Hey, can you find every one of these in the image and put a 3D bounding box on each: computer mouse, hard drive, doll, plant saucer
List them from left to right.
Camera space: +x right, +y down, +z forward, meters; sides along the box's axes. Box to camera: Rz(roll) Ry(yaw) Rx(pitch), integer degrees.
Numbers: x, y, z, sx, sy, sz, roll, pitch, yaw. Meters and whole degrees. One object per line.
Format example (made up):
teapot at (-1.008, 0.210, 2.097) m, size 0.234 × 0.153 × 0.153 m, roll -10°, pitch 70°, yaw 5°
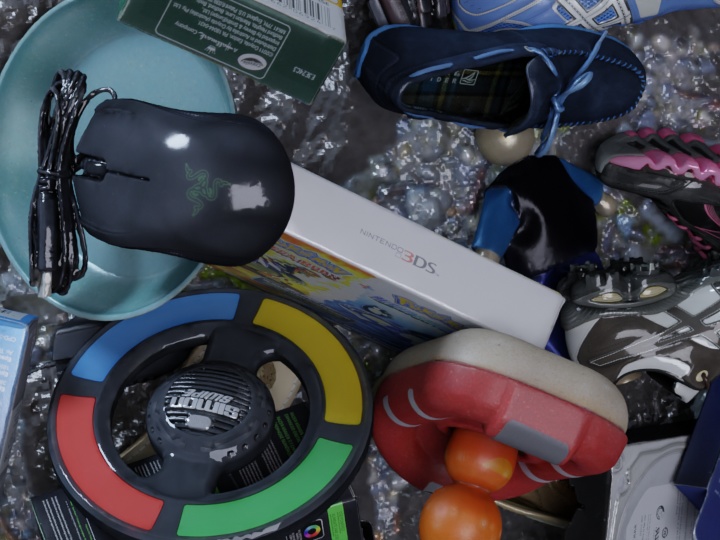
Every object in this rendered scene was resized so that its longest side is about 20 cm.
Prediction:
computer mouse at (-0.201, 0.063, 1.489) m, size 0.199 × 0.034 × 0.059 m, roll -17°, pitch 104°, yaw -11°
plant saucer at (-0.144, -0.070, 1.428) m, size 0.036 × 0.199 × 0.201 m, roll 1°, pitch 103°, yaw -57°
computer mouse at (-0.127, -0.048, 1.356) m, size 0.053 × 0.199 × 0.139 m, roll 4°, pitch 91°, yaw -53°
doll at (0.121, -0.012, 1.544) m, size 0.136 × 0.048 × 0.201 m, roll -23°, pitch 99°, yaw -37°
hard drive at (0.207, 0.172, 1.561) m, size 0.199 × 0.038 × 0.141 m, roll -2°, pitch 100°, yaw -50°

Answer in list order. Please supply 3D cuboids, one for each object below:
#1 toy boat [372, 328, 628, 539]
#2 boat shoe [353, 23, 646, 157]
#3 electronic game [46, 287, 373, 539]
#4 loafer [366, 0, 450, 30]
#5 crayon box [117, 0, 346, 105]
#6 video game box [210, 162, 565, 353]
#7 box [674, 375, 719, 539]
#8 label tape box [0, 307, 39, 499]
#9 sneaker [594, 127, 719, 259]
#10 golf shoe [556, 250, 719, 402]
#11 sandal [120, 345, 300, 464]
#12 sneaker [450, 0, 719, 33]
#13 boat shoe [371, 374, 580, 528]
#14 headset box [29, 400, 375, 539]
toy boat at (0.071, 0.118, 1.427) m, size 0.130 × 0.200 × 0.131 m, roll 23°, pitch 76°, yaw -11°
boat shoe at (0.093, -0.108, 1.473) m, size 0.199 × 0.069 × 0.085 m, roll -5°, pitch 123°, yaw -22°
electronic game at (-0.091, 0.088, 1.423) m, size 0.199 × 0.200 × 0.042 m, roll -17°, pitch 140°, yaw -12°
loafer at (0.022, -0.214, 1.475) m, size 0.063 × 0.072 × 0.201 m, roll -20°, pitch 102°, yaw 14°
crayon box at (-0.077, -0.189, 1.413) m, size 0.125 × 0.200 × 0.052 m, roll 23°, pitch 120°, yaw -17°
video game box at (0.000, 0.000, 1.453) m, size 0.199 × 0.182 × 0.047 m, roll 25°, pitch 75°, yaw -17°
box at (0.268, 0.114, 1.565) m, size 0.121 × 0.032 × 0.201 m, roll 44°, pitch 59°, yaw -40°
label tape box at (-0.289, 0.111, 1.441) m, size 0.142 × 0.066 × 0.201 m, roll 13°, pitch 96°, yaw -3°
sneaker at (0.244, -0.034, 1.578) m, size 0.199 × 0.079 × 0.096 m, roll 14°, pitch 111°, yaw -14°
golf shoe at (0.227, 0.035, 1.516) m, size 0.199 × 0.078 × 0.095 m, roll -5°, pitch 94°, yaw -3°
sandal at (-0.103, 0.110, 1.504) m, size 0.212 × 0.070 × 0.078 m, roll -44°, pitch 107°, yaw -4°
sneaker at (0.148, -0.185, 1.530) m, size 0.199 × 0.076 × 0.077 m, roll 2°, pitch 121°, yaw -15°
boat shoe at (0.097, 0.121, 1.564) m, size 0.199 × 0.063 × 0.074 m, roll 23°, pitch 94°, yaw -17°
headset box at (-0.087, 0.196, 1.476) m, size 0.199 × 0.093 × 0.175 m, roll -18°, pitch 134°, yaw -12°
